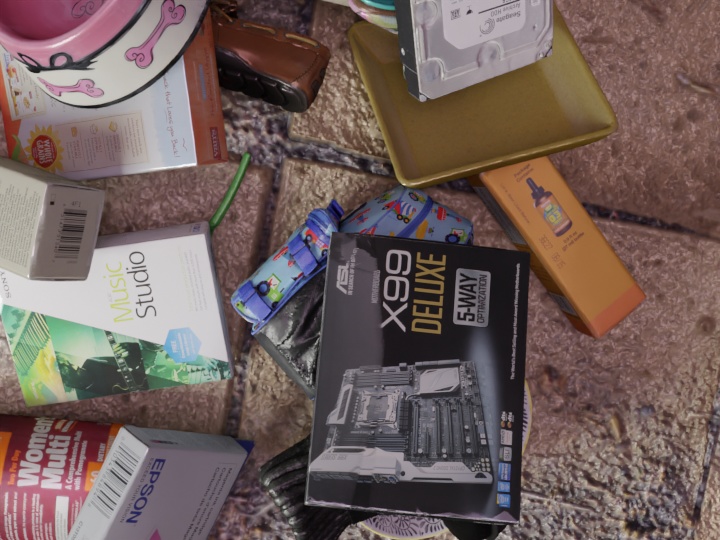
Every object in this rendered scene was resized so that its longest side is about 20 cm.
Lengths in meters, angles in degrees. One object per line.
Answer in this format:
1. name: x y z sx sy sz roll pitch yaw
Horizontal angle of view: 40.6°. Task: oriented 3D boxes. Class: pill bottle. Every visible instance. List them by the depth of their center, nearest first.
1. pill bottle: -0.303 0.187 0.877 0.196 0.110 0.112 6 95 -8

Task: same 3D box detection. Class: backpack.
1. backpack: 0.000 0.000 0.856 0.200 0.183 0.135 -44 95 5

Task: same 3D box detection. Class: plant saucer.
1. plant saucer: 0.104 -0.161 0.883 0.196 0.049 0.202 -14 56 -5

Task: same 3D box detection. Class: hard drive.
1. hard drive: 0.091 -0.252 0.789 0.138 0.038 0.203 -21 128 -17

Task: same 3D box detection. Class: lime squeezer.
1. lime squeezer: -0.171 -0.029 0.915 0.198 0.038 0.071 -33 67 -2

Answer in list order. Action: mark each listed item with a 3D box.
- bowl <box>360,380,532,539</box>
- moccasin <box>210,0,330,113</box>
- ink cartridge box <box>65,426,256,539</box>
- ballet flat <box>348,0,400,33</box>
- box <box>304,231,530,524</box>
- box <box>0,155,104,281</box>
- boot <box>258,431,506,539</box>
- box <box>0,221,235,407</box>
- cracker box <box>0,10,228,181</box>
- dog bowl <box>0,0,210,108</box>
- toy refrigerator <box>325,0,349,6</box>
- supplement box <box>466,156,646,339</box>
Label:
1. bowl: 0.052 0.138 0.909 0.197 0.094 0.204 -11 115 -23
2. moccasin: -0.124 -0.211 0.874 0.198 0.074 0.079 18 70 10
3. ink cartridge box: -0.178 0.239 0.862 0.043 0.199 0.199 28 93 32
4. ballet flat: 0.064 -0.251 0.871 0.069 0.072 0.199 44 59 15
5. box: 0.043 0.080 0.730 0.155 0.050 0.204 7 75 -3
6. box: -0.313 -0.056 0.821 0.197 0.068 0.084 20 99 28
7. boot: 0.020 0.190 0.807 0.157 0.079 0.213 -40 118 -13
8. box: -0.222 0.041 0.884 0.196 0.036 0.147 -8 112 1
9. cracker box: -0.216 -0.149 0.838 0.197 0.058 0.137 -3 97 24
10. dog bowl: -0.213 -0.235 0.761 0.197 0.074 0.204 -7 74 24
11. toy refrigerator: -0.083 -0.297 0.862 0.196 0.076 0.071 11 121 -7
12. supplement box: 0.187 -0.034 0.937 0.066 0.069 0.201 -37 100 -3
